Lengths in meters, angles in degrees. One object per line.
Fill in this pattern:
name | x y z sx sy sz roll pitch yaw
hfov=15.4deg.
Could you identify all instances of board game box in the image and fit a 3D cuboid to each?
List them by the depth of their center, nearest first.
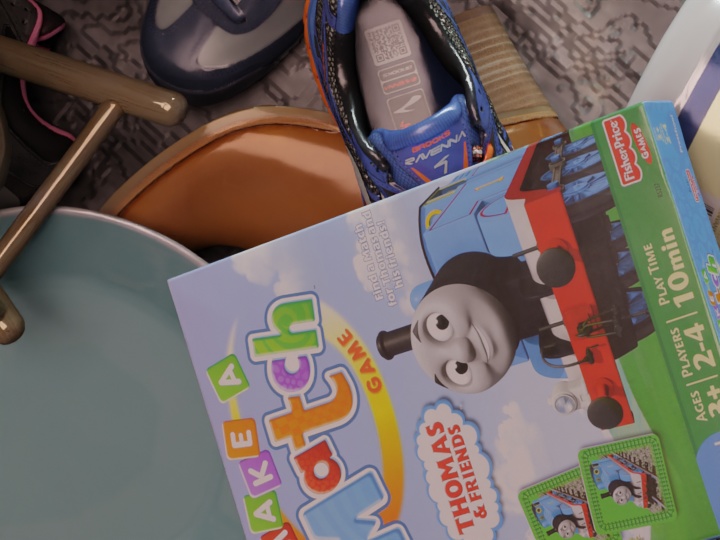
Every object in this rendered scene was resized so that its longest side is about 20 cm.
board game box | 0.041 0.043 0.958 0.200 0.037 0.151 -20 84 26

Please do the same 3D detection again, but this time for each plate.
plate | -0.122 0.067 1.104 0.200 0.026 0.200 2 107 5

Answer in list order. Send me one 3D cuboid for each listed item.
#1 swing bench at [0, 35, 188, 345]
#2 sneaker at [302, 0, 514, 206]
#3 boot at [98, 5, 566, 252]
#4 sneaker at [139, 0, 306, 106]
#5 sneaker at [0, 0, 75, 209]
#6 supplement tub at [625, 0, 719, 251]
swing bench | -0.194 -0.093 0.989 0.200 0.199 0.130 36 86 15
sneaker | 0.028 -0.033 1.011 0.075 0.078 0.200 -28 83 1
boot | 0.000 0.000 1.083 0.200 0.074 0.155 -24 84 13
sneaker | -0.028 -0.155 1.096 0.070 0.082 0.200 40 95 12
sneaker | -0.178 -0.108 1.144 0.095 0.079 0.200 -17 76 -16
supplement tub | 0.202 -0.024 0.997 0.200 0.145 0.145 29 92 14
